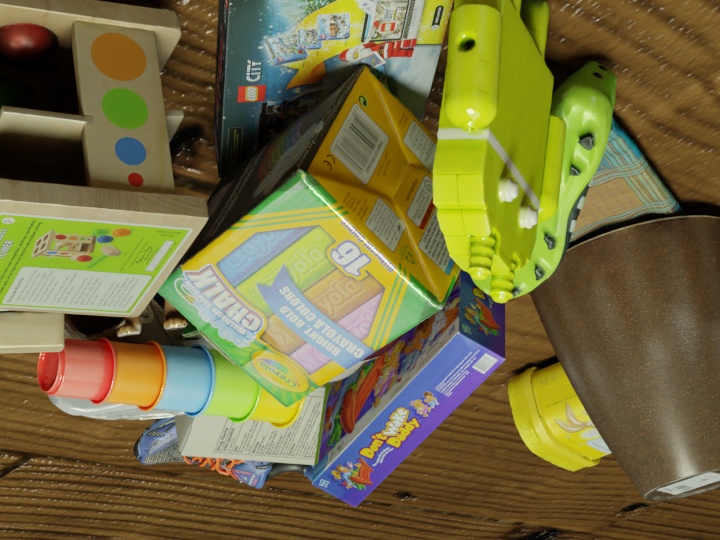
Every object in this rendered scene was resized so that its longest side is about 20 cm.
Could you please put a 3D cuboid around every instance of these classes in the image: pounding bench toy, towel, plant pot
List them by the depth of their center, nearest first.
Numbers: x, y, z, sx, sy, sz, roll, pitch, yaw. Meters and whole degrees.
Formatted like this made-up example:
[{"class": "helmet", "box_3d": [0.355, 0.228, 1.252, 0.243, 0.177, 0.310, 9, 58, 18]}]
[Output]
[{"class": "pounding bench toy", "box_3d": [-0.192, -0.056, 0.918, 0.123, 0.157, 0.200, 4, 150, -27]}, {"class": "towel", "box_3d": [0.161, -0.055, 1.195, 0.146, 0.022, 0.200, -20, 152, 21]}, {"class": "plant pot", "box_3d": [0.255, 0.084, 1.279, 0.185, 0.201, 0.187, -11, 160, -4]}]

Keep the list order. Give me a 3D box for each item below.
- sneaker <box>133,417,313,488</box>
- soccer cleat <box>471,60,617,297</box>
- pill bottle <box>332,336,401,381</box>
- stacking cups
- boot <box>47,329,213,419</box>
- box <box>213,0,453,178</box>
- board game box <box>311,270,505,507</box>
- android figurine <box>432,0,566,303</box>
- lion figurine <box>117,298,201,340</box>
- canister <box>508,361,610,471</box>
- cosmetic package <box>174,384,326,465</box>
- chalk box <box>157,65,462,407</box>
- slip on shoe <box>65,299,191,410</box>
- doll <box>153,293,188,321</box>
[{"class": "sneaker", "box_3d": [-0.112, 0.164, 1.415, 0.198, 0.079, 0.075, -3, 153, -16]}, {"class": "soccer cleat", "box_3d": [0.134, -0.059, 1.080, 0.067, 0.081, 0.201, 29, 134, 6]}, {"class": "pill bottle", "box_3d": [0.000, 0.000, 1.142, 0.113, 0.115, 0.200, 3, 151, -23]}, {"class": "stacking cups", "box_3d": [-0.135, 0.074, 1.102, 0.199, 0.061, 0.060, 12, 146, -36]}, {"class": "boot", "box_3d": [-0.153, 0.083, 1.232, 0.198, 0.074, 0.096, -2, 173, -9]}, {"class": "box", "box_3d": [-0.022, -0.131, 0.963, 0.135, 0.038, 0.200, -5, 153, -10]}, {"class": "board game box", "box_3d": [0.039, 0.075, 1.201, 0.045, 0.135, 0.200, 29, 125, -17]}, {"class": "android figurine", "box_3d": [0.084, -0.084, 0.910, 0.041, 0.202, 0.182, 0, 160, 21]}, {"class": "lion figurine", "box_3d": [-0.130, -0.014, 1.107, 0.072, 0.124, 0.200, -9, 171, 19]}, {"class": "canister", "box_3d": [0.268, 0.118, 1.501, 0.199, 0.087, 0.148, -25, 150, 25]}, {"class": "cosmetic package", "box_3d": [-0.058, 0.113, 1.349, 0.199, 0.071, 0.106, 9, 129, -23]}, {"class": "chalk box", "box_3d": [-0.037, -0.008, 0.969, 0.124, 0.125, 0.200, 43, 132, -14]}, {"class": "slip on shoe", "box_3d": [-0.184, 0.036, 1.113, 0.076, 0.061, 0.201, -33, 120, -3]}, {"class": "doll", "box_3d": [-0.213, 0.026, 1.191, 0.199, 0.049, 0.136, 13, 150, -39]}]
